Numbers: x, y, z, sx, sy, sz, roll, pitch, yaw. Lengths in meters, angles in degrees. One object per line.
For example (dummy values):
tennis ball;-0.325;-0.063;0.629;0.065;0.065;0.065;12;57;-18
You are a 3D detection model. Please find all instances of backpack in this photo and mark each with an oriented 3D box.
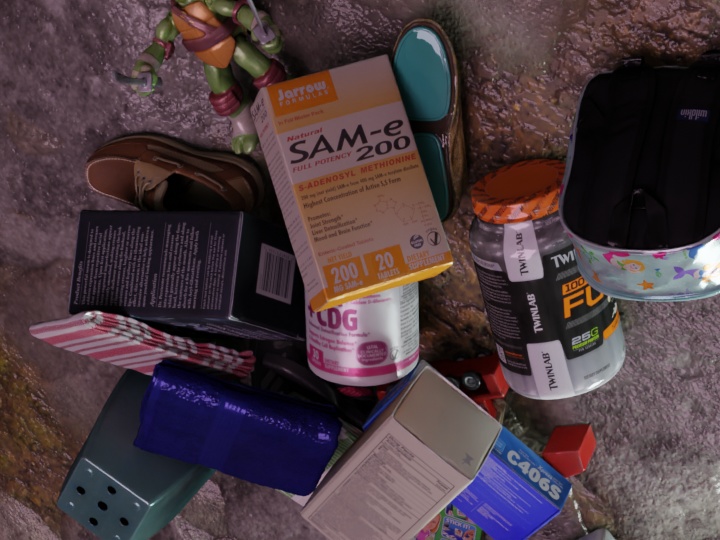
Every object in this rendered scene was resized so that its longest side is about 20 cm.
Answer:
backpack;0.260;-0.066;1.400;0.176;0.201;0.151;1;139;23

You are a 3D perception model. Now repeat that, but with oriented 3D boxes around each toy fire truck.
toy fire truck;0.126;0.153;1.686;0.198;0.049;0.142;-12;115;31

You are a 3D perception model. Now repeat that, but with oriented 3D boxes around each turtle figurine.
turtle figurine;-0.134;-0.183;1.531;0.144;0.200;0.194;-40;125;2

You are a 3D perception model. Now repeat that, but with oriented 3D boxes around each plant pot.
plant pot;-0.233;0.197;1.788;0.141;0.200;0.142;35;128;2

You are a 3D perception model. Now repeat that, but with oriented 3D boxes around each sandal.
sandal;-0.023;0.124;1.700;0.075;0.045;0.200;13;159;43

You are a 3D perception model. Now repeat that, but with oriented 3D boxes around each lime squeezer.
lime squeezer;-0.163;0.085;1.773;0.200;0.038;0.071;51;143;13

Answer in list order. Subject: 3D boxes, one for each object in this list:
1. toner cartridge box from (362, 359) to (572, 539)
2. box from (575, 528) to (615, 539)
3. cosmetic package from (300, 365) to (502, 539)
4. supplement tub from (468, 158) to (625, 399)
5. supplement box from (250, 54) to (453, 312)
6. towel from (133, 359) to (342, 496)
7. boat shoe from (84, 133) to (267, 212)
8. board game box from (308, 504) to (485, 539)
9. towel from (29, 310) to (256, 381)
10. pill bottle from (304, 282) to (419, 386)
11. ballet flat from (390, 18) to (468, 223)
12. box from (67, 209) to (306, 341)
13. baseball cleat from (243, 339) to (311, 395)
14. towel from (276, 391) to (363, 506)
toner cartridge box;0.107;0.187;1.659;0.200;0.043;0.095;40;131;-4
box;0.226;0.422;1.707;0.171;0.200;0.199;-33;103;38
cosmetic package;0.038;0.197;1.615;0.103;0.087;0.200;40;134;-2
supplement tub;0.171;0.007;1.531;0.121;0.123;0.202;-4;118;27
supplement box;-0.009;-0.078;1.487;0.074;0.125;0.202;141;112;-75
towel;-0.125;0.158;1.669;0.198;0.050;0.148;18;144;-6
boat shoe;-0.196;-0.089;1.677;0.198;0.074;0.076;6;121;22
board game box;0.043;0.250;1.797;0.198;0.029;0.136;17;125;15
towel;-0.221;0.076;1.667;0.199;0.030;0.146;21;162;-30
pill bottle;0.000;0.000;1.607;0.112;0.113;0.202;7;112;21
ballet flat;0.067;-0.143;1.526;0.070;0.071;0.202;5;117;22
box;-0.167;0.006;1.649;0.198;0.148;0.108;1;80;29
baseball cleat;-0.072;0.104;1.738;0.105;0.070;0.202;-1;119;26
towel;-0.031;0.214;1.745;0.199;0.024;0.152;34;133;-17
